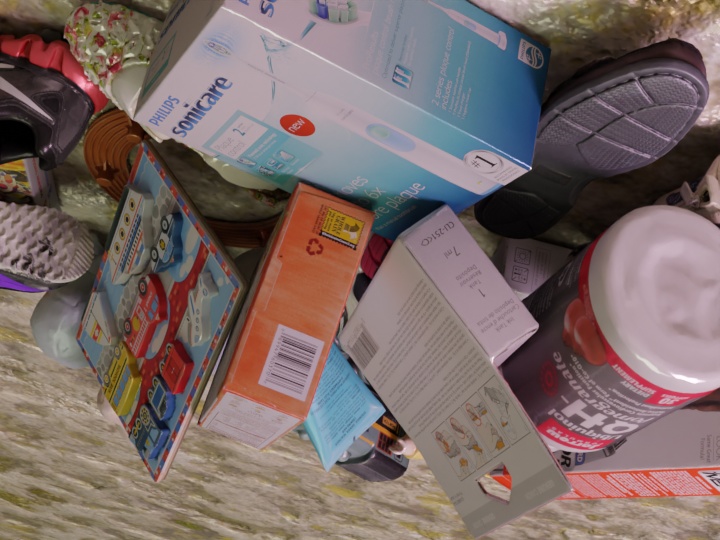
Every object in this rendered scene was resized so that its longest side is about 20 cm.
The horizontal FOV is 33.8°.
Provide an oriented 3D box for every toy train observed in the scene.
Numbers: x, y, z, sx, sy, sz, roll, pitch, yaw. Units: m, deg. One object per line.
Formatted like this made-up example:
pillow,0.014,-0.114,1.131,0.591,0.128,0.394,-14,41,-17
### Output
toy train,-0.017,0.119,1.119,0.084,0.116,0.199,-10,146,38

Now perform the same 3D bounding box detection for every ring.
ring,-0.119,-0.063,0.912,0.197,0.020,0.201,10,154,5

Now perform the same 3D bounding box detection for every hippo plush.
hippo plush,-0.193,0.030,1.020,0.160,0.200,0.161,33,141,18

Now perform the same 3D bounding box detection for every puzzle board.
puzzle board,-0.153,0.032,0.858,0.017,0.151,0.202,-8,138,-41

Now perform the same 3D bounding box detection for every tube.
tube,-0.048,0.073,0.992,0.050,0.077,0.201,20,146,57

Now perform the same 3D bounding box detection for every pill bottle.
pill bottle,0.151,0.050,0.749,0.109,0.112,0.200,18,152,-12

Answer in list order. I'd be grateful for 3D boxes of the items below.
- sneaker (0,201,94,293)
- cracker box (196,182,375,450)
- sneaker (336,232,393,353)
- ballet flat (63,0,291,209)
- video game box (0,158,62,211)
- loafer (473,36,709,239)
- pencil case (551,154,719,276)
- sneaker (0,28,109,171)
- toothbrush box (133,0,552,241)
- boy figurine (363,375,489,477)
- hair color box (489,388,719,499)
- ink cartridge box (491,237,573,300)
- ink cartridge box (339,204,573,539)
sneaker,-0.312,-0.028,0.907,0.198,0.071,0.099,26,153,-25
cracker box,-0.054,0.039,0.788,0.057,0.136,0.200,21,164,-7
sneaker,0.000,0.000,0.934,0.074,0.081,0.201,38,158,14
ballet flat,-0.103,-0.102,0.770,0.198,0.065,0.075,28,135,-29
video game box,-0.341,-0.094,0.921,0.197,0.048,0.183,13,156,-1
loafer,0.131,-0.088,0.709,0.071,0.064,0.200,24,148,-16
pencil case,0.209,-0.014,0.789,0.088,0.079,0.200,19,153,-16
sneaker,-0.268,-0.118,0.778,0.197,0.099,0.071,15,156,-1
toothbrush box,-0.012,-0.109,0.694,0.198,0.087,0.146,25,153,-22
boy figurine,0.081,0.135,1.115,0.200,0.124,0.064,47,180,-36
hair color box,0.199,0.107,0.887,0.198,0.113,0.064,-10,148,37
ink cartridge box,0.191,0.037,0.936,0.197,0.051,0.109,13,154,-4
ink cartridge box,0.066,0.075,0.770,0.177,0.044,0.200,55,159,10
